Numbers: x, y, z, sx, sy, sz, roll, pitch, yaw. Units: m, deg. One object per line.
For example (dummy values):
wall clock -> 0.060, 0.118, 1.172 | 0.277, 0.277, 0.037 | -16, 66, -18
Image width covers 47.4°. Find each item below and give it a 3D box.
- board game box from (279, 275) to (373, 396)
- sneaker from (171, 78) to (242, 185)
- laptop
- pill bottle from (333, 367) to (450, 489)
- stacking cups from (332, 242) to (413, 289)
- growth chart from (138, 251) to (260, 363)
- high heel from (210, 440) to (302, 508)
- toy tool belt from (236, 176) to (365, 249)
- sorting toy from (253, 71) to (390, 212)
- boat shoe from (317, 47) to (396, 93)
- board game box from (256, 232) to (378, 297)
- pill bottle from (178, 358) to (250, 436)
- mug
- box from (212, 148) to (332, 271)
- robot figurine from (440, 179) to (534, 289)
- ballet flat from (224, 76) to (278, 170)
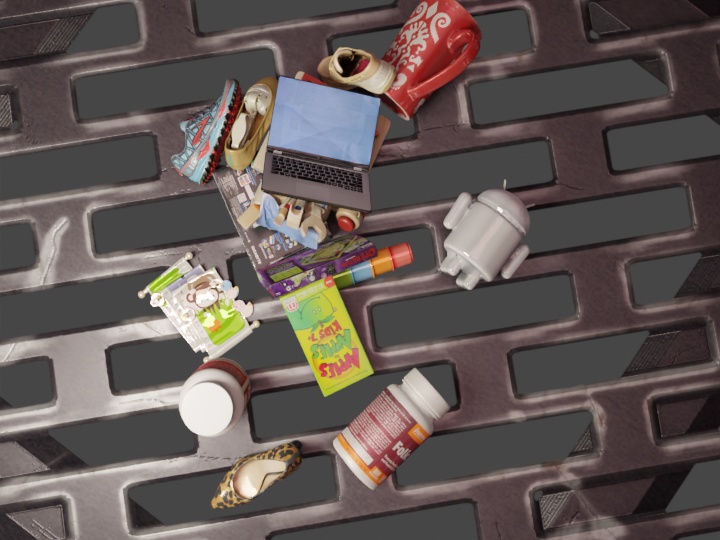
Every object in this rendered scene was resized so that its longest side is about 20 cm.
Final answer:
board game box -> -0.060, 0.111, 1.461 | 0.100, 0.048, 0.203 | -24, 107, -3
sneaker -> -0.285, -0.266, 1.497 | 0.094, 0.079, 0.203 | 23, 86, 3
laptop -> -0.062, -0.212, 1.371 | 0.183, 0.202, 0.117 | 10, 126, -9
pill bottle -> 0.058, 0.277, 1.451 | 0.200, 0.114, 0.114 | -44, 88, -2
stacking cups -> 0.000, 0.000, 1.496 | 0.196, 0.061, 0.062 | -15, 87, -3
growth chart -> -0.291, 0.066, 1.507 | 0.145, 0.018, 0.200 | -43, 90, -2
high heel -> -0.188, 0.363, 1.427 | 0.198, 0.143, 0.072 | -34, 87, -3
toy tool belt -> -0.103, -0.088, 1.412 | 0.197, 0.126, 0.124 | 23, 61, 8
sorting toy -> -0.062, -0.235, 1.472 | 0.196, 0.070, 0.203 | 27, 75, -8
boat shoe -> -0.019, -0.364, 1.456 | 0.069, 0.198, 0.075 | 31, 82, -41
board game box -> -0.078, -0.012, 1.445 | 0.197, 0.120, 0.033 | -22, 113, -14
pill bottle -> -0.249, 0.218, 1.403 | 0.110, 0.200, 0.115 | 0, 91, -3
mug -> 0.111, -0.384, 1.468 | 0.133, 0.178, 0.201 | 39, 91, -11
box -> -0.161, -0.120, 1.506 | 0.157, 0.046, 0.203 | -25, 87, -3
robot figurine -> 0.227, -0.063, 1.475 | 0.169, 0.113, 0.201 | 40, 86, -14
ballet flat -> -0.193, -0.278, 1.481 | 0.067, 0.063, 0.204 | 11, 69, 14
